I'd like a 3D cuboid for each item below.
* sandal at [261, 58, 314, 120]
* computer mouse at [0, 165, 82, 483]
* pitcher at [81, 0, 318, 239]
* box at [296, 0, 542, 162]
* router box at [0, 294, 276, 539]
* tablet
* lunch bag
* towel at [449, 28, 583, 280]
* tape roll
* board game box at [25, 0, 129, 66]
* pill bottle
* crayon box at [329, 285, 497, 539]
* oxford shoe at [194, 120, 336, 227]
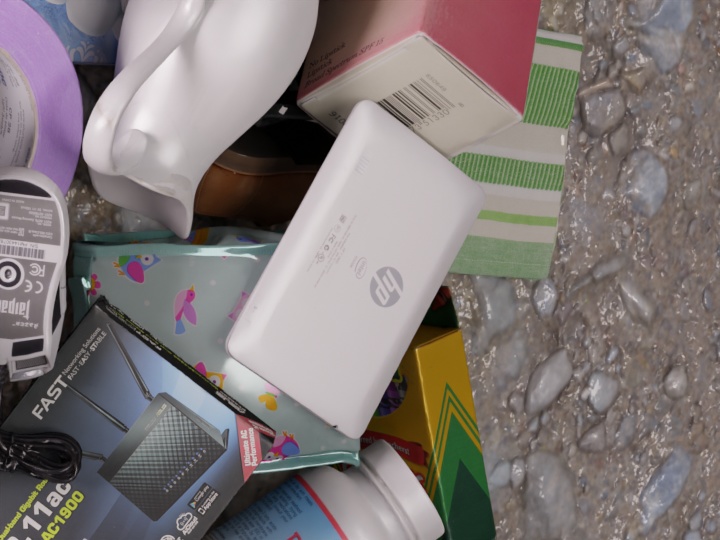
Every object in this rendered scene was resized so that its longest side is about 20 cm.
[{"bbox_3d":[-0.018,-0.140,1.793,0.200,0.075,0.048,-16,108,-49],"label":"sandal"},{"bbox_3d":[-0.218,0.030,1.544,0.109,0.044,0.201,9,102,-1],"label":"computer mouse"},{"bbox_3d":[-0.112,-0.137,1.599,0.201,0.121,0.172,-63,169,-6],"label":"pitcher"},{"bbox_3d":[0.048,-0.184,1.737,0.109,0.128,0.201,37,46,-29],"label":"box"},{"bbox_3d":[-0.172,0.140,1.611,0.150,0.062,0.200,37,91,-5],"label":"router box"},{"bbox_3d":[0.000,0.000,1.673,0.130,0.014,0.201,36,76,-31],"label":"tablet"},{"bbox_3d":[-0.105,0.056,1.700,0.199,0.122,0.171,-3,98,-23],"label":"lunch bag"},{"bbox_3d":[0.107,-0.096,1.941,0.152,0.023,0.201,6,93,-41],"label":"towel"},{"bbox_3d":[-0.276,-0.092,1.538,0.199,0.066,0.201,-11,112,-28],"label":"tape roll"},{"bbox_3d":[-0.190,-0.238,1.643,0.198,0.043,0.201,-2,97,-40],"label":"board game box"},{"bbox_3d":[-0.044,0.209,1.745,0.200,0.109,0.109,-34,119,-9],"label":"pill bottle"},{"bbox_3d":[0.026,0.106,1.825,0.051,0.127,0.201,-22,109,-38],"label":"crayon box"},{"bbox_3d":[-0.047,-0.065,1.791,0.199,0.071,0.071,2,122,-42],"label":"oxford shoe"}]
